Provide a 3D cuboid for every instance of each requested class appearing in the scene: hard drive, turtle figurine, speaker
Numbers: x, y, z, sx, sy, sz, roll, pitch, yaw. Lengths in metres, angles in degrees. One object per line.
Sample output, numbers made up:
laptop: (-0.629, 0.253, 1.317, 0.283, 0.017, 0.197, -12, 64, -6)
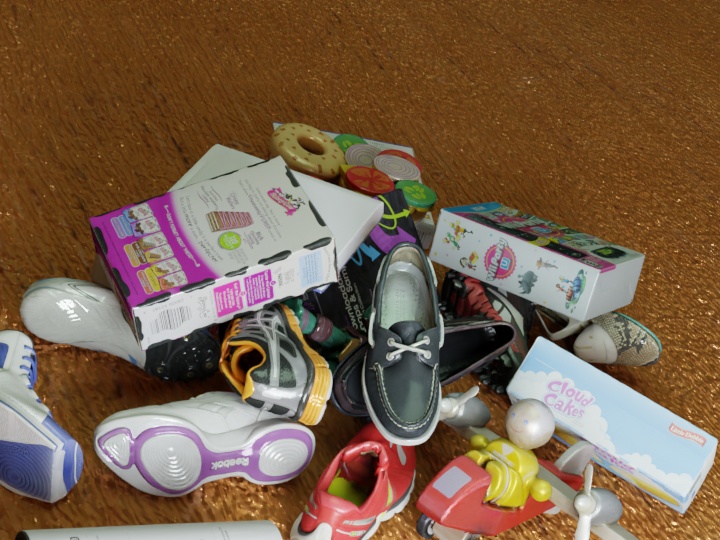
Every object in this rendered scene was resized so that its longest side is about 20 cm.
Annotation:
hard drive: (-0.095, -0.056, 1.387, 0.199, 0.025, 0.132, 20, 46, 20)
turtle figurine: (0.002, 0.090, 1.357, 0.199, 0.101, 0.150, 11, 70, -35)
speaker: (-0.157, 0.232, 1.036, 0.199, 0.081, 0.081, 2, 33, -27)

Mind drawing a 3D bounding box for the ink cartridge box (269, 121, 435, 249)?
ink cartridge box: (-0.016, -0.110, 1.741, 0.197, 0.047, 0.200, 10, 29, -13)

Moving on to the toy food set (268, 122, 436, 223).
toy food set: (-0.006, -0.111, 1.657, 0.197, 0.049, 0.200, 2, 33, -26)

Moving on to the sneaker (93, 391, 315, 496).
sneaker: (-0.145, 0.149, 1.214, 0.199, 0.075, 0.100, 6, 17, -29)

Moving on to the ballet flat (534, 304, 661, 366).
ballet flat: (0.254, 0.065, 1.588, 0.075, 0.068, 0.200, -27, 43, -25)

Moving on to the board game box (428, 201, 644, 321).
board game box: (0.200, -0.015, 1.550, 0.199, 0.065, 0.147, 21, 16, 27)

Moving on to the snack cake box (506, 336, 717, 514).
snack cake box: (0.249, 0.154, 1.358, 0.200, 0.067, 0.115, 30, -8, 20)

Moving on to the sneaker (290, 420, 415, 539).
sneaker: (0.008, 0.180, 1.214, 0.077, 0.085, 0.200, 25, 30, 9)

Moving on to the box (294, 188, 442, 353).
box: (0.000, 0.000, 1.481, 0.200, 0.036, 0.144, -22, 93, -48)

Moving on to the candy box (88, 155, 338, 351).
candy box: (-0.137, -0.019, 1.287, 0.199, 0.061, 0.137, -20, 47, -15)

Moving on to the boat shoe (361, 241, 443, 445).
boat shoe: (0.038, 0.062, 1.247, 0.075, 0.060, 0.201, 0, 51, -8)

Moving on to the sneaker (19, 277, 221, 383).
sneaker: (-0.226, 0.051, 1.318, 0.199, 0.072, 0.073, 18, 21, -7)

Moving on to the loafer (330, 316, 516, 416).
loafer: (0.062, 0.083, 1.304, 0.199, 0.063, 0.072, -18, 87, -33)

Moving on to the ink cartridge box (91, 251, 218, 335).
ink cartridge box: (-0.160, -0.015, 1.451, 0.147, 0.083, 0.200, 33, 33, 24)

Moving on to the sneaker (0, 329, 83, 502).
sneaker: (-0.303, 0.103, 1.171, 0.199, 0.081, 0.115, 28, 32, 19)

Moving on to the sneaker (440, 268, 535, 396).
sneaker: (0.158, 0.066, 1.509, 0.097, 0.071, 0.201, 4, 31, -20)

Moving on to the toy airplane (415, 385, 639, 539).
toy airplane: (0.151, 0.178, 1.239, 0.199, 0.142, 0.199, 13, 23, -2)

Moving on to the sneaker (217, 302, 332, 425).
sneaker: (-0.095, 0.075, 1.251, 0.077, 0.079, 0.200, 10, 12, -28)
